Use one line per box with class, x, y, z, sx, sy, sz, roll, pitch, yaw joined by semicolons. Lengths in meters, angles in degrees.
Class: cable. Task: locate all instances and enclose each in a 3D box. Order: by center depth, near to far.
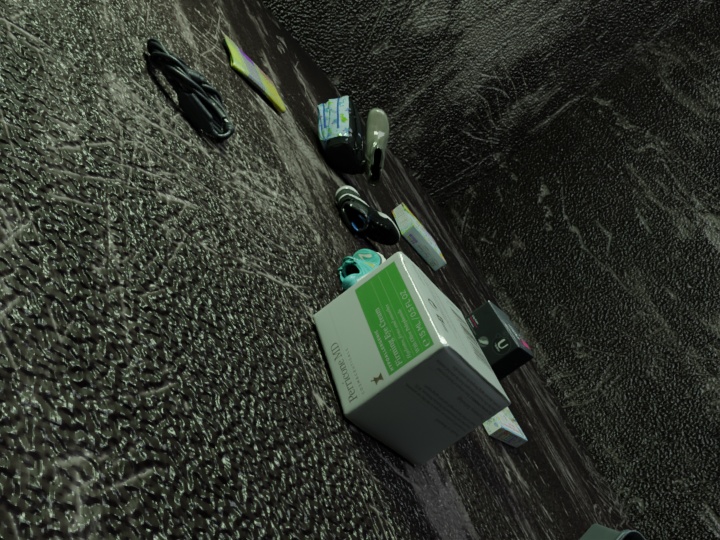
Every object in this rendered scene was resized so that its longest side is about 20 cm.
cable;-0.277;-0.306;1.244;0.200;0.051;0.163;49;13;-16

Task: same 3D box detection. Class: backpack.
backpack;-0.052;-0.383;2.048;0.163;0.153;0.202;50;45;-60

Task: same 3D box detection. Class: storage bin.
storage bin;0.537;0.633;1.552;0.200;0.145;0.134;51;-15;-9

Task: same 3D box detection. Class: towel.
towel;-0.260;-0.475;1.825;0.200;0.023;0.144;39;20;-47

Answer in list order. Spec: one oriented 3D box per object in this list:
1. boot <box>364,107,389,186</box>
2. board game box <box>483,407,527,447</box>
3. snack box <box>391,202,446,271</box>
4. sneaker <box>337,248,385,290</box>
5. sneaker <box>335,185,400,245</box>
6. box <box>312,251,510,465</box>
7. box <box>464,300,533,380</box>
boot;0.048;-0.333;2.014;0.131;0.067;0.202;-103;-163;-75
board game box;0.309;0.328;1.719;0.200;0.034;0.135;36;22;-55
snack box;0.187;-0.107;2.395;0.200;0.053;0.143;45;17;-35
sneaker;0.000;0.000;1.393;0.080;0.078;0.200;40;16;-15
sneaker;0.018;-0.103;1.751;0.200;0.073;0.112;39;21;-24
box;0.069;0.127;1.069;0.200;0.171;0.200;41;17;-41
box;0.199;0.165;1.373;0.106;0.200;0.122;59;14;26
